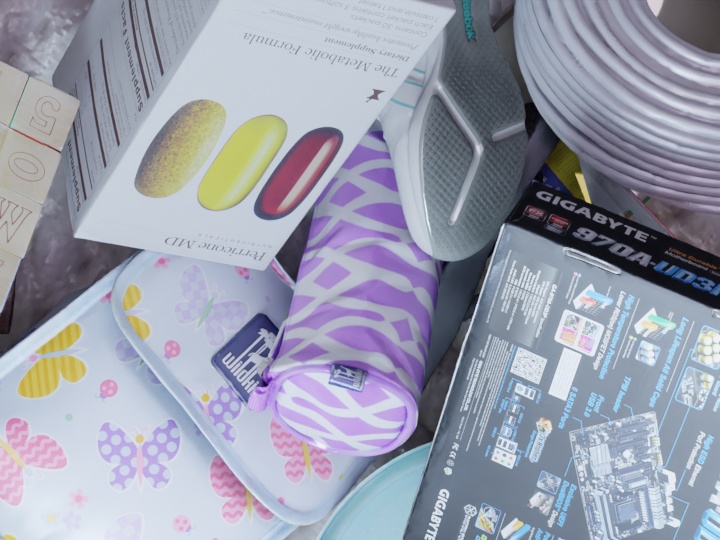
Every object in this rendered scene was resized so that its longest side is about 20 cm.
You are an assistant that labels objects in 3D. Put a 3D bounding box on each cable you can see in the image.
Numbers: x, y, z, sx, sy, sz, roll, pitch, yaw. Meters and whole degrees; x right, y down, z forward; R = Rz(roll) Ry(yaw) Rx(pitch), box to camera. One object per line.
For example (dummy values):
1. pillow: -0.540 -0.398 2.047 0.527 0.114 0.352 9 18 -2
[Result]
1. cable: 0.177 -0.127 1.078 0.200 0.069 0.200 30 61 8

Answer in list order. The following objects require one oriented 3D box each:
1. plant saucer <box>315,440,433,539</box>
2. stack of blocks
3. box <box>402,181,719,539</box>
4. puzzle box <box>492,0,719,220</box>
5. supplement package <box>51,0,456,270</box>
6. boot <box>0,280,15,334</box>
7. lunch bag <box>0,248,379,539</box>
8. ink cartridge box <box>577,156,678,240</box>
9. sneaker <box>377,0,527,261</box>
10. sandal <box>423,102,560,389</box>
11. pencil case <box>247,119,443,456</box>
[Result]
1. plant saucer: 0.059 0.179 1.117 0.199 0.027 0.201 -2 101 -13
2. stack of blocks: -0.212 0.005 1.039 0.058 0.115 0.201 26 70 -21
3. box: 0.119 0.077 1.002 0.158 0.046 0.201 23 124 11
4. puzzle box: 0.137 -0.105 1.182 0.200 0.025 0.133 -42 101 -2
5. supplement package: -0.058 -0.108 1.035 0.113 0.110 0.200 10 138 -28
6. boot: -0.265 0.022 1.108 0.166 0.072 0.201 9 92 -8
7. lunch bag: -0.101 0.079 1.113 0.200 0.127 0.170 -36 95 -7
8. ink cartridge box: 0.172 0.033 1.096 0.045 0.200 0.177 -16 114 -5
9. sneaker: 0.033 -0.102 1.081 0.070 0.080 0.201 0 82 -37
10. sandal: 0.060 -0.003 1.144 0.043 0.076 0.201 21 117 -12
11. pencil case: 0.000 0.000 1.096 0.085 0.084 0.201 10 52 3
